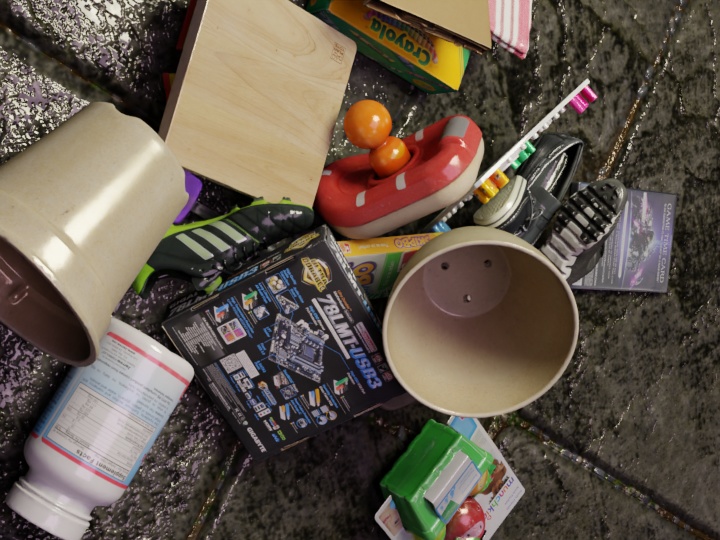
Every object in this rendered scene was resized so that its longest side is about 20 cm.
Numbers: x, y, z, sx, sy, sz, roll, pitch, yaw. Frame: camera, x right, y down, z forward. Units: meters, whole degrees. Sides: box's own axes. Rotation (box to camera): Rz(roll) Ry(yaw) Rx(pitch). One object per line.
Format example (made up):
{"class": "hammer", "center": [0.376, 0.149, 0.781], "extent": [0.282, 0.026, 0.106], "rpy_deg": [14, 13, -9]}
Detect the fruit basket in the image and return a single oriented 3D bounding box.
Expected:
{"class": "fruit basket", "center": [0.120, 0.291, 1.283], "extent": [0.185, 0.093, 0.201], "rpy_deg": [-48, 121, -19]}

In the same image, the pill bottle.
{"class": "pill bottle", "center": [-0.257, 0.156, 1.012], "extent": [0.108, 0.108, 0.201], "rpy_deg": [38, 76, -30]}

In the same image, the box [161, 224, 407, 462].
{"class": "box", "center": [-0.075, 0.082, 1.097], "extent": [0.197, 0.050, 0.201], "rpy_deg": [-27, 112, 9]}

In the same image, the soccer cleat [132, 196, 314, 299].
{"class": "soccer cleat", "center": [-0.140, -0.020, 1.054], "extent": [0.198, 0.068, 0.082], "rpy_deg": [-13, 73, -3]}

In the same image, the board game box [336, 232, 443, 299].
{"class": "board game box", "center": [0.000, 0.000, 1.175], "extent": [0.198, 0.096, 0.030], "rpy_deg": [-4, 56, -31]}

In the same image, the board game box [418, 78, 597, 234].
{"class": "board game box", "center": [0.169, -0.120, 1.206], "extent": [0.200, 0.200, 0.026], "rpy_deg": [-43, 89, -22]}

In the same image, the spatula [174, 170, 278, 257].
{"class": "spatula", "center": [-0.152, -0.053, 1.107], "extent": [0.199, 0.021, 0.057], "rpy_deg": [33, 90, -34]}

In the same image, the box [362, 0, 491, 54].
{"class": "box", "center": [0.070, -0.346, 1.111], "extent": [0.162, 0.021, 0.202], "rpy_deg": [14, 65, -33]}

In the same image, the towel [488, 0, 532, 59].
{"class": "towel", "center": [0.121, -0.344, 1.186], "extent": [0.199, 0.030, 0.148], "rpy_deg": [24, 58, -30]}

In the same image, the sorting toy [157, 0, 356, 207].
{"class": "sorting toy", "center": [-0.118, -0.181, 1.072], "extent": [0.199, 0.069, 0.201], "rpy_deg": [21, 82, -45]}

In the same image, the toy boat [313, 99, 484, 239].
{"class": "toy boat", "center": [0.027, -0.124, 1.116], "extent": [0.131, 0.199, 0.131], "rpy_deg": [54, 32, -22]}

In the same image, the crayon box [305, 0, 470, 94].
{"class": "crayon box", "center": [0.043, -0.300, 1.182], "extent": [0.199, 0.058, 0.120], "rpy_deg": [24, 81, -32]}

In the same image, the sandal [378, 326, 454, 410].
{"class": "sandal", "center": [0.101, 0.102, 1.188], "extent": [0.198, 0.054, 0.083], "rpy_deg": [-16, 103, -23]}

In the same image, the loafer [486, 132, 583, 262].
{"class": "loafer", "center": [0.221, -0.088, 1.315], "extent": [0.068, 0.070, 0.202], "rpy_deg": [35, 77, -31]}

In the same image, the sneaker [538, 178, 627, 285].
{"class": "sneaker", "center": [0.284, -0.044, 1.325], "extent": [0.090, 0.067, 0.201], "rpy_deg": [-17, 147, -45]}

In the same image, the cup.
{"class": "cup", "center": [0.119, 0.034, 1.102], "extent": [0.198, 0.144, 0.203], "rpy_deg": [0, 114, -1]}

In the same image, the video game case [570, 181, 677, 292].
{"class": "video game case", "center": [0.365, -0.044, 1.445], "extent": [0.198, 0.019, 0.145], "rpy_deg": [3, 94, -34]}

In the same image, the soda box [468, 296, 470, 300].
{"class": "soda box", "center": [0.144, 0.063, 1.283], "extent": [0.199, 0.070, 0.064], "rpy_deg": [-28, 108, -27]}

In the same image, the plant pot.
{"class": "plant pot", "center": [-0.262, -0.047, 0.952], "extent": [0.184, 0.199, 0.201], "rpy_deg": [-51, 119, -29]}

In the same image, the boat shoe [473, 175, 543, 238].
{"class": "boat shoe", "center": [0.175, -0.066, 1.198], "extent": [0.074, 0.200, 0.062], "rpy_deg": [-40, 88, 10]}
